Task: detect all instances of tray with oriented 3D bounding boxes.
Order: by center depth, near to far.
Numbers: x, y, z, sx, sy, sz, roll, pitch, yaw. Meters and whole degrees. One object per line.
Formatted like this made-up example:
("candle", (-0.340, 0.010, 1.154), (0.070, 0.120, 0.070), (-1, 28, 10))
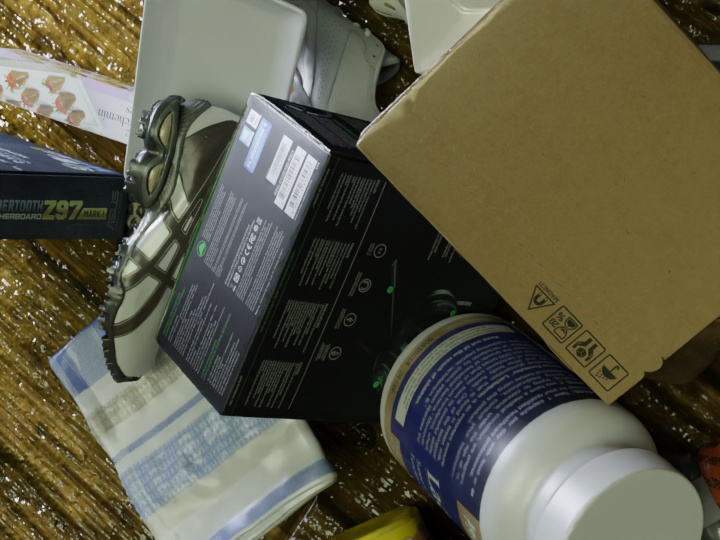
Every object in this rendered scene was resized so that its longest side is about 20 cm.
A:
("tray", (-0.096, -0.113, 0.883), (0.107, 0.022, 0.201), (25, 136, 6))

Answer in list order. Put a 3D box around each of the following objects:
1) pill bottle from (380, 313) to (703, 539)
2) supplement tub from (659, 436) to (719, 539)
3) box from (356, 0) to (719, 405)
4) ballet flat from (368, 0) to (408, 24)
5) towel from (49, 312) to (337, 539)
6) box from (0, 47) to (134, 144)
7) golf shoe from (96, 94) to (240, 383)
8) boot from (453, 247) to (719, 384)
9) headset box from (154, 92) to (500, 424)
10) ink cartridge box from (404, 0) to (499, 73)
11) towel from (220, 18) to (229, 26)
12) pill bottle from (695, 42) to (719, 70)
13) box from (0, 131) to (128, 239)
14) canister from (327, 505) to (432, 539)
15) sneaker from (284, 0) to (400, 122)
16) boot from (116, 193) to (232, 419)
("pill bottle", (0.101, 0.111, 0.784), (0.200, 0.115, 0.117), (39, 117, 58))
("supplement tub", (0.175, 0.196, 0.834), (0.200, 0.122, 0.123), (-42, 79, 23))
("box", (0.122, -0.050, 0.698), (0.163, 0.021, 0.200), (-42, 98, 19))
("ballet flat", (0.022, -0.206, 0.889), (0.064, 0.067, 0.201), (-42, 73, 30))
("towel", (-0.119, 0.101, 0.929), (0.147, 0.024, 0.201), (-37, 76, 17))
("box", (-0.190, -0.123, 1.008), (0.199, 0.041, 0.039), (20, 105, 22))
("golf shoe", (-0.114, -0.010, 0.880), (0.094, 0.078, 0.201), (14, 111, -4))
("boot", (0.138, 0.018, 0.819), (0.199, 0.074, 0.076), (18, 116, -15))
("headset box", (0.000, 0.000, 0.852), (0.093, 0.199, 0.175), (41, 114, 44))
("ink cartridge box", (0.113, -0.178, 0.788), (0.116, 0.200, 0.068), (1, 116, 25))
("towel", (-0.066, -0.271, 0.893), (0.152, 0.023, 0.201), (-40, 51, 22))
("pill bottle", (0.160, -0.071, 0.768), (0.198, 0.120, 0.121), (1, 98, -4))
("box", (-0.287, -0.068, 0.967), (0.199, 0.157, 0.051), (19, 105, 41))
("canister", (0.041, 0.264, 0.892), (0.086, 0.149, 0.201), (-23, 84, 0))
("sneaker", (-0.024, -0.152, 0.921), (0.091, 0.076, 0.201), (-16, 79, -3))
("boot", (-0.102, 0.022, 0.969), (0.202, 0.073, 0.155), (9, 97, 22))
